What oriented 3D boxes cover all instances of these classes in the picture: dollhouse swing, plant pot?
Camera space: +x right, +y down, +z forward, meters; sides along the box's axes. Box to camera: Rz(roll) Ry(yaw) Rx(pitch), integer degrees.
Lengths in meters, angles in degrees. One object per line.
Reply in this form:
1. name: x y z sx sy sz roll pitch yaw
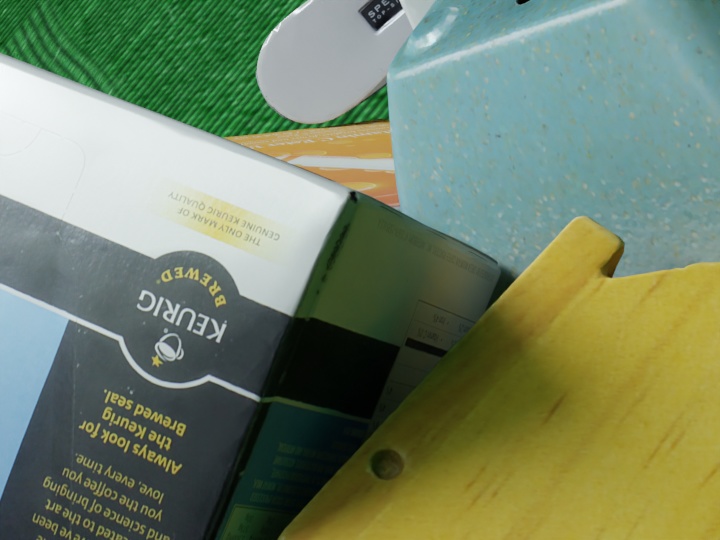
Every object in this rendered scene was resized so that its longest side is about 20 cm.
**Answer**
1. dollhouse swing: 0.087 0.136 0.548 0.200 0.176 0.182 34 63 22
2. plant pot: 0.124 -0.038 0.630 0.196 0.200 0.196 -13 36 51

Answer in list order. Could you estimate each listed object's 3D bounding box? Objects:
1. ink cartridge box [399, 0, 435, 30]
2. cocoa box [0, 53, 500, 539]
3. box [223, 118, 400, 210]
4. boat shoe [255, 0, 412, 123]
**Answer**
1. ink cartridge box: 0.031 -0.129 0.789 0.045 0.176 0.200 -24 15 5
2. cocoa box: -0.086 0.016 0.581 0.200 0.133 0.131 22 90 23
3. box: 0.000 0.000 0.856 0.200 0.124 0.098 23 118 62
4. boat shoe: 0.040 -0.138 0.955 0.200 0.071 0.070 -38 2 8
